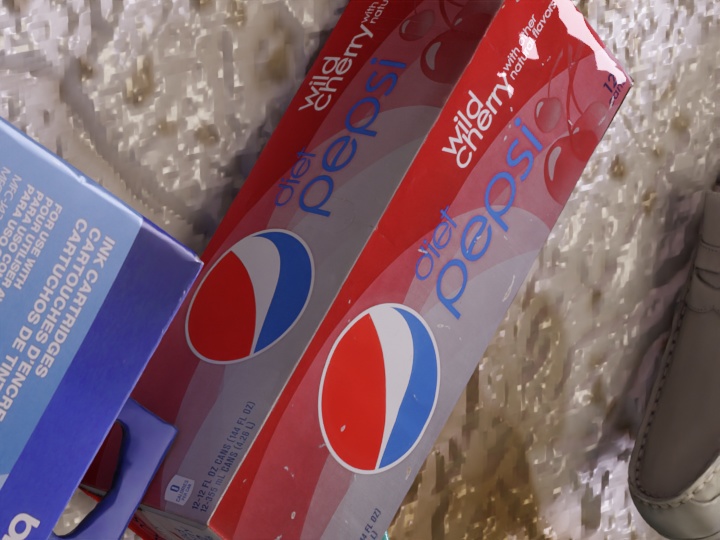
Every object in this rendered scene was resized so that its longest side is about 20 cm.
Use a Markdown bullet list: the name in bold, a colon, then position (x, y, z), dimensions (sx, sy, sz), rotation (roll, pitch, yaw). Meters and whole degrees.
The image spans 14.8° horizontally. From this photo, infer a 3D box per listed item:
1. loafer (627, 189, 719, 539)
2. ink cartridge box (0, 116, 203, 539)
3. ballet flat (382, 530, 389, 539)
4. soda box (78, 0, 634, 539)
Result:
- **loafer**: position (0.140, -0.003, 0.963), dimensions (0.070, 0.070, 0.201), rotation (37, 71, -37)
- **ink cartridge box**: position (-0.134, 0.016, 0.722), dimensions (0.200, 0.076, 0.137), rotation (36, 80, -43)
- **ballet flat**: position (-0.003, 0.153, 0.900), dimensions (0.063, 0.067, 0.201), rotation (-20, 119, -4)
- **soda box**: position (0.000, 0.000, 0.827), dimensions (0.070, 0.063, 0.201), rotation (45, 67, -41)
